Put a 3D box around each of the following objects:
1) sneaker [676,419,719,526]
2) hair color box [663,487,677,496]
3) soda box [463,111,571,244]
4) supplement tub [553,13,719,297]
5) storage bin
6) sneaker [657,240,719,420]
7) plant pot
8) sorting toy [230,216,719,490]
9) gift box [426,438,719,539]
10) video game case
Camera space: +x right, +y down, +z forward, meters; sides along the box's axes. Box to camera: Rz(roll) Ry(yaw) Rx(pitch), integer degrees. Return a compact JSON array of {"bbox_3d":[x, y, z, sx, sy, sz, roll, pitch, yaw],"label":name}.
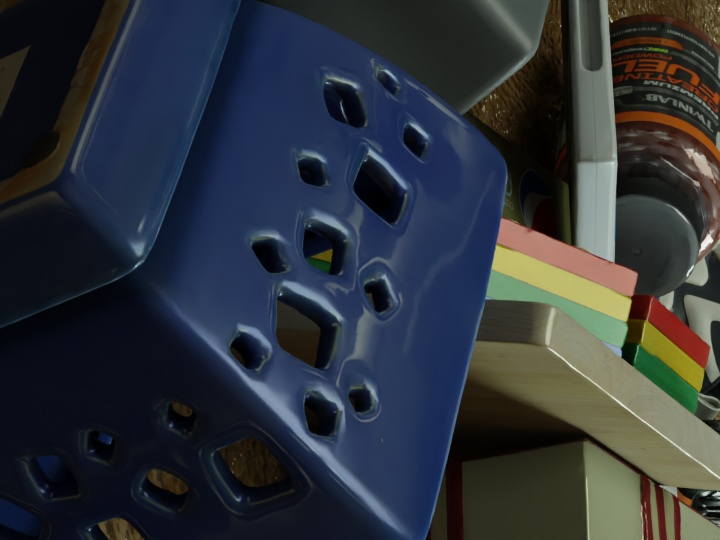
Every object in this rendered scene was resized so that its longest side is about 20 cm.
[{"bbox_3d":[0.217,0.138,1.416,0.200,0.070,0.090,99,-9,-81],"label":"sneaker"},{"bbox_3d":[0.110,0.108,1.304,0.200,0.061,0.099,28,54,-56],"label":"hair color box"},{"bbox_3d":[0.051,-0.032,1.247,0.200,0.068,0.064,31,51,-54],"label":"soda box"},{"bbox_3d":[0.169,-0.065,1.411,0.107,0.107,0.200,62,22,-27],"label":"supplement tub"},{"bbox_3d":[0.010,-0.144,1.109,0.134,0.146,0.200,48,22,-12],"label":"storage bin"},{"bbox_3d":[0.246,0.026,1.460,0.199,0.079,0.130,-27,68,-38],"label":"sneaker"},{"bbox_3d":[-0.085,0.001,0.853,0.180,0.200,0.200,48,38,-31],"label":"plant pot"},{"bbox_3d":[0.045,0.030,1.055,0.199,0.200,0.070,36,63,-52],"label":"sorting toy"},{"bbox_3d":[0.077,0.192,1.070,0.185,0.200,0.187,29,55,-48],"label":"gift box"},{"bbox_3d":[0.116,-0.096,1.211,0.200,0.022,0.182,78,10,-67],"label":"video game case"}]
